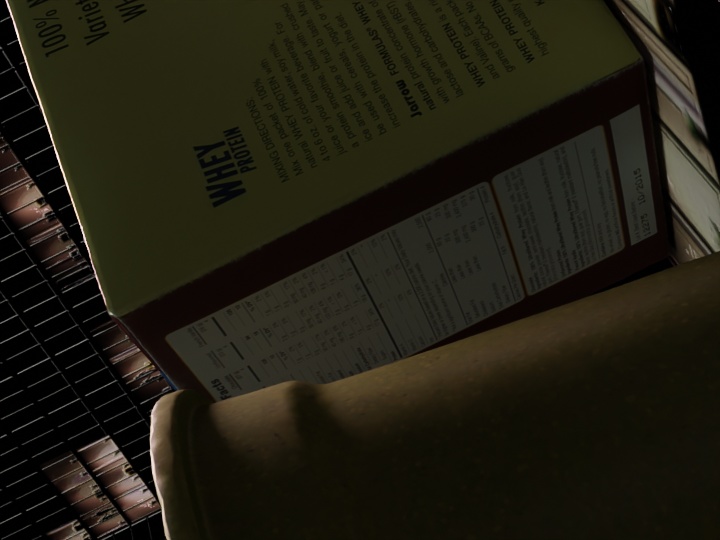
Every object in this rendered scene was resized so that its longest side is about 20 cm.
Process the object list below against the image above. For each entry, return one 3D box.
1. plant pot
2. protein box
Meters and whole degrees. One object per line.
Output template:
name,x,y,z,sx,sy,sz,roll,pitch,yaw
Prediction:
plant pot,0.068,0.085,0.391,0.201,0.184,0.200,63,180,-1
protein box,-0.012,-0.067,0.571,0.199,0.200,0.135,64,-179,34
